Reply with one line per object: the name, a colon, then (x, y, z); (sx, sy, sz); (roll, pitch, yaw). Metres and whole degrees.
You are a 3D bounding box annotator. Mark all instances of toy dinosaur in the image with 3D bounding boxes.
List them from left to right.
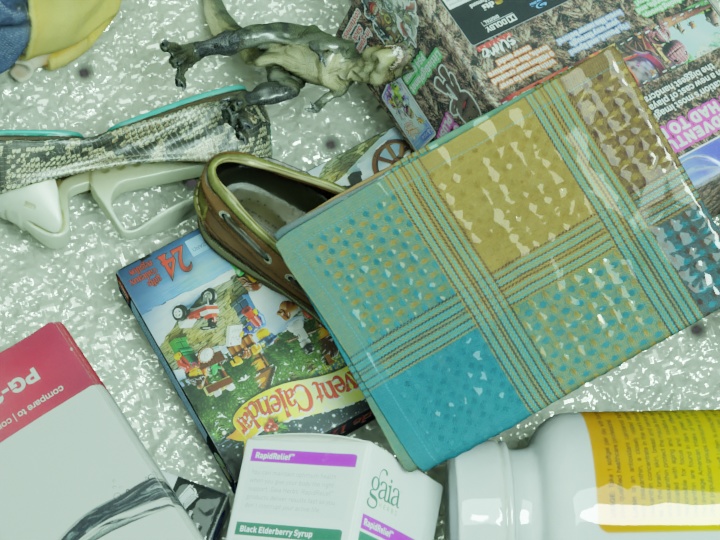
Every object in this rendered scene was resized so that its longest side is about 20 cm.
toy dinosaur: (-0.055, -0.116, 1.186); (0.088, 0.048, 0.200); (-31, 37, -30)

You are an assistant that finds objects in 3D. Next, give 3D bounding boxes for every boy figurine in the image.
boy figurine: (-0.175, -0.166, 1.209); (0.064, 0.124, 0.200); (37, 57, 25)

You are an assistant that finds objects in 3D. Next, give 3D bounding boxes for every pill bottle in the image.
pill bottle: (0.147, 0.129, 1.127); (0.200, 0.111, 0.111); (-1, 72, -3)

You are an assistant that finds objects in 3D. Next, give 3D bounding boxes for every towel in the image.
towel: (0.076, -0.004, 1.090); (0.200, 0.022, 0.147); (-30, 88, 9)

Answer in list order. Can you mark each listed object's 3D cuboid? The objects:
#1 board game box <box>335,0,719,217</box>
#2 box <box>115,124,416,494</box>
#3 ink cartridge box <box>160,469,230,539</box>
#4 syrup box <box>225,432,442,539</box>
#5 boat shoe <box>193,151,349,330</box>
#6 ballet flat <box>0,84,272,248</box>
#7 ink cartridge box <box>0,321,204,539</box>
board game box: (0.113, -0.104, 1.189); (0.159, 0.097, 0.200); (-27, 75, -28)
box: (-0.016, 0.016, 1.195); (0.200, 0.038, 0.137); (-29, 75, -11)
ink cartridge box: (-0.147, 0.197, 1.125); (0.094, 0.044, 0.200); (19, 72, 5)
syrup box: (-0.025, 0.190, 1.100); (0.081, 0.079, 0.200); (1, 70, 33)
boat shoe: (0.000, 0.000, 1.145); (0.200, 0.068, 0.072); (24, 72, 5)
ballet flat: (-0.145, -0.052, 1.200); (0.200, 0.068, 0.075); (-10, 81, -10)
ink cartridge box: (-0.112, 0.146, 1.017); (0.084, 0.145, 0.200); (-32, 57, -8)
